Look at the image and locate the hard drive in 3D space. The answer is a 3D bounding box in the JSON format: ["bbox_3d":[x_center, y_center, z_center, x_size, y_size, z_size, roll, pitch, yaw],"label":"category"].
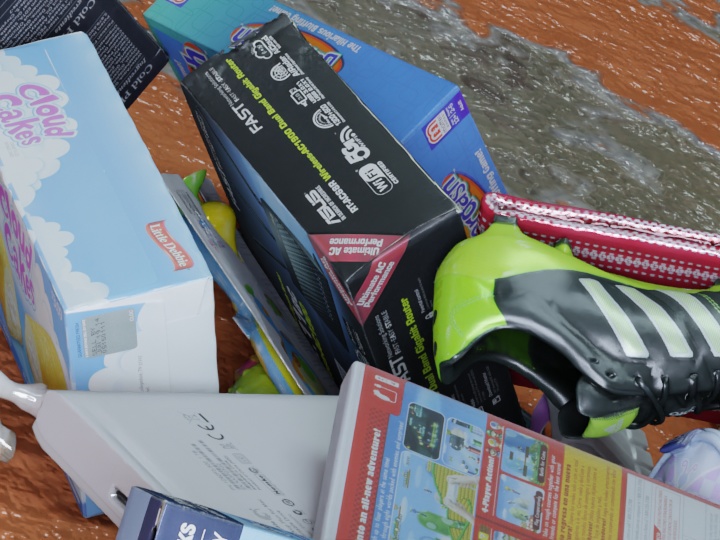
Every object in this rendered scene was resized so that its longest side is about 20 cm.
[{"bbox_3d":[-0.016,0.091,1.191,0.200,0.026,0.132,4,27,-44],"label":"hard drive"}]

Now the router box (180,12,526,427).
[{"bbox_3d":[0.000,0.000,1.381,0.150,0.062,0.200,51,-12,38],"label":"router box"}]

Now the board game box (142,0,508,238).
[{"bbox_3d":[-0.007,-0.059,1.494,0.200,0.045,0.152,29,-24,43],"label":"board game box"}]

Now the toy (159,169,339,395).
[{"bbox_3d":[-0.040,0.050,1.344,0.200,0.047,0.115,61,7,4],"label":"toy"}]

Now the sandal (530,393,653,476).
[{"bbox_3d":[0.107,0.092,1.476,0.082,0.050,0.203,37,32,-35],"label":"sandal"}]

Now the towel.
[{"bbox_3d":[0.122,0.019,1.358,0.144,0.200,0.023,10,68,5],"label":"towel"}]

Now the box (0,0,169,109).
[{"bbox_3d":[-0.219,-0.151,1.457,0.200,0.104,0.182,39,-3,23],"label":"box"}]

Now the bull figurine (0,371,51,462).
[{"bbox_3d":[-0.198,0.035,1.247,0.121,0.065,0.200,18,28,-31],"label":"bull figurine"}]

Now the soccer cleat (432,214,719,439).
[{"bbox_3d":[0.125,0.039,1.262,0.199,0.068,0.081,13,60,-2],"label":"soccer cleat"}]

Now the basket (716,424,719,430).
[{"bbox_3d":[0.306,0.070,1.597,0.198,0.161,0.200,25,23,-6],"label":"basket"}]

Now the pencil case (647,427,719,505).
[{"bbox_3d":[0.211,0.132,1.288,0.199,0.091,0.083,17,65,-23],"label":"pencil case"}]

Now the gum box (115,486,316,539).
[{"bbox_3d":[-0.008,0.184,1.028,0.199,0.171,0.045,18,-3,-21],"label":"gum box"}]

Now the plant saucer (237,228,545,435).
[{"bbox_3d":[0.007,0.036,1.521,0.200,0.019,0.070,37,25,20],"label":"plant saucer"}]

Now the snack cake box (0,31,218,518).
[{"bbox_3d":[-0.122,-0.002,1.318,0.067,0.115,0.200,-13,39,-15],"label":"snack cake box"}]

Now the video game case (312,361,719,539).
[{"bbox_3d":[0.078,0.119,1.142,0.199,0.017,0.143,22,37,-9],"label":"video game case"}]
